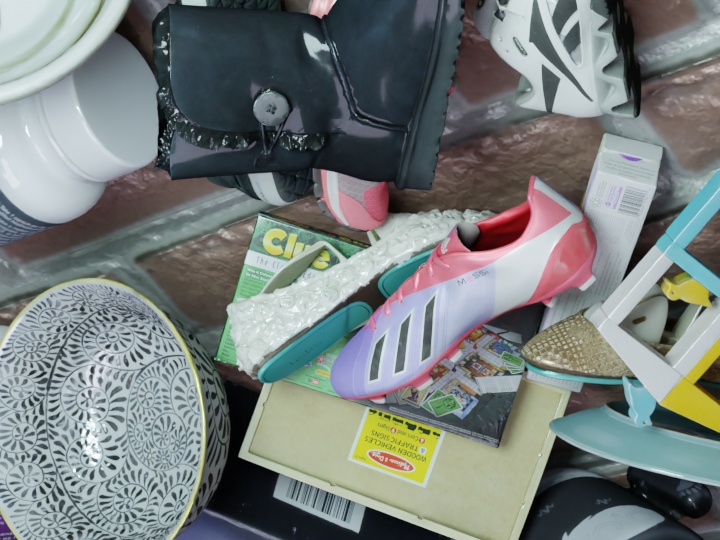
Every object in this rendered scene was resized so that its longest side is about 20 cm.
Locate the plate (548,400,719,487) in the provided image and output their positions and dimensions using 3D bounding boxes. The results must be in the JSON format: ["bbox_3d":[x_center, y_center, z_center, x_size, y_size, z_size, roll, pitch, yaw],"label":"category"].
[{"bbox_3d":[0.223,0.112,1.417,0.200,0.200,0.026,12,95,4],"label":"plate"}]

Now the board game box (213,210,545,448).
[{"bbox_3d":[0.012,0.039,1.450,0.200,0.023,0.105,18,100,-1],"label":"board game box"}]

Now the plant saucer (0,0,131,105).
[{"bbox_3d":[-0.220,-0.173,1.238,0.200,0.200,0.050,11,158,5],"label":"plant saucer"}]

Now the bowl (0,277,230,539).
[{"bbox_3d":[-0.153,0.105,1.473,0.201,0.201,0.094,-24,166,34],"label":"bowl"}]

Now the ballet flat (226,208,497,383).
[{"bbox_3d":[0.000,0.000,1.406,0.200,0.072,0.072,-29,126,3],"label":"ballet flat"}]

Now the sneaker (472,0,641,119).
[{"bbox_3d":[0.101,-0.161,1.227,0.088,0.074,0.200,-2,133,16],"label":"sneaker"}]

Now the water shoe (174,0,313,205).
[{"bbox_3d":[-0.088,-0.126,1.319,0.079,0.072,0.200,8,128,36],"label":"water shoe"}]

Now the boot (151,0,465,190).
[{"bbox_3d":[-0.031,-0.133,1.213,0.168,0.076,0.200,4,124,-8],"label":"boot"}]

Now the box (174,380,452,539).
[{"bbox_3d":[-0.057,0.216,1.617,0.200,0.123,0.198,24,137,-7],"label":"box"}]

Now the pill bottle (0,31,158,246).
[{"bbox_3d":[-0.227,-0.078,1.374,0.200,0.120,0.120,-18,127,30],"label":"pill bottle"}]

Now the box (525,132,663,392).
[{"bbox_3d":[0.148,-0.002,1.398,0.041,0.039,0.200,15,136,2],"label":"box"}]

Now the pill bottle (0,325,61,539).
[{"bbox_3d":[-0.269,0.142,1.610,0.112,0.113,0.200,12,136,4],"label":"pill bottle"}]

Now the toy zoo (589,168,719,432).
[{"bbox_3d":[0.232,0.017,1.330,0.131,0.020,0.200,36,100,-20],"label":"toy zoo"}]

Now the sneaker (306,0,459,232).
[{"bbox_3d":[0.016,-0.097,1.318,0.087,0.074,0.200,5,135,9],"label":"sneaker"}]

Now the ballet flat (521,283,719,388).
[{"bbox_3d":[0.198,0.039,1.384,0.200,0.071,0.065,4,110,-23],"label":"ballet flat"}]

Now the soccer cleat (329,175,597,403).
[{"bbox_3d":[0.054,0.013,1.356,0.200,0.067,0.076,-30,117,22],"label":"soccer cleat"}]

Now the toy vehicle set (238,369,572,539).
[{"bbox_3d":[0.030,0.102,1.482,0.200,0.027,0.124,21,91,0],"label":"toy vehicle set"}]

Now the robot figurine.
[{"bbox_3d":[0.170,0.213,1.503,0.150,0.200,0.125,-16,111,-23],"label":"robot figurine"}]
